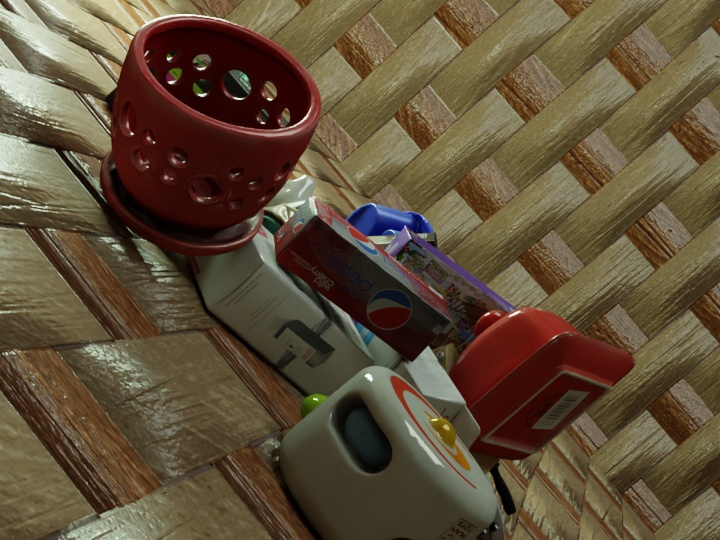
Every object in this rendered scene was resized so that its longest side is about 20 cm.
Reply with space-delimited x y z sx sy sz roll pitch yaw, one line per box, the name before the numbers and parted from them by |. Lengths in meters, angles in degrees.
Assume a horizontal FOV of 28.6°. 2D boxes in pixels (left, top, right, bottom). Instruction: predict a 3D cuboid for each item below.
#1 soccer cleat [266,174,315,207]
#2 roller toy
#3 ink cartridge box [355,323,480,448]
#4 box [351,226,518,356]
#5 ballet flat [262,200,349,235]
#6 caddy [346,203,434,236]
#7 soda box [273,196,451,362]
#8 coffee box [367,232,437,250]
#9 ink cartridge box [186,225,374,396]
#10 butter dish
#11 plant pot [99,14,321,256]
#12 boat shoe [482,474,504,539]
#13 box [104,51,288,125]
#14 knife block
soccer cleat | -0.112 -0.077 1.804 0.069 0.078 0.200 46 -20 -14
roller toy | 0.032 0.187 1.285 0.200 0.140 0.182 49 8 -5
ink cartridge box | 0.042 0.149 1.581 0.067 0.116 0.200 17 25 -35
box | 0.087 0.055 1.727 0.200 0.137 0.039 36 15 -23
ballet flat | -0.061 -0.047 1.638 0.071 0.065 0.200 59 -15 -25
caddy | 0.025 0.001 2.014 0.105 0.200 0.142 21 26 -40
soda box | 0.002 0.009 1.525 0.200 0.070 0.063 38 17 -21
coffee box | 0.000 0.000 1.799 0.114 0.199 0.080 -62 149 -82
ink cartridge box | -0.090 0.037 1.556 0.200 0.085 0.146 46 8 -35
butter dish | 0.182 0.110 1.637 0.199 0.200 0.148 22 30 -51
plant pot | -0.161 -0.132 1.433 0.200 0.183 0.201 18 39 -15
boat shoe | 0.122 0.255 1.762 0.074 0.065 0.201 -132 -160 -81
box | -0.205 -0.202 1.834 0.200 0.148 0.124 47 9 -9
knife block | 0.122 0.212 1.685 0.176 0.064 0.201 41 40 -40
